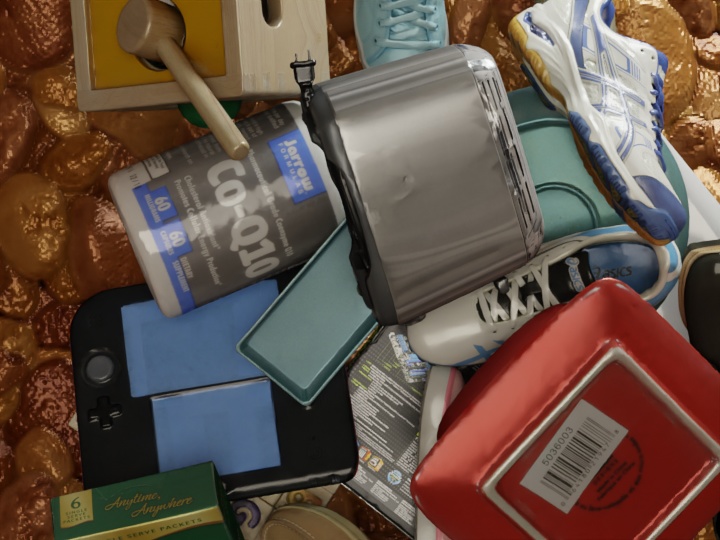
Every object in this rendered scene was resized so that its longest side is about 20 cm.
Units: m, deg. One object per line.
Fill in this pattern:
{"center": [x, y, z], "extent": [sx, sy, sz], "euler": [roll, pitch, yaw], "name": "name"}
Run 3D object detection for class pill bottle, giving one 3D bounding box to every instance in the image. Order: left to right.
{"center": [-0.071, -0.054, 1.542], "extent": [0.199, 0.114, 0.114], "euler": [-23, 92, -7], "name": "pill bottle"}

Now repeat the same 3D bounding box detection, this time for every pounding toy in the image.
{"center": [-0.116, -0.174, 1.490], "extent": [0.183, 0.142, 0.201], "euler": [-2, 93, 37], "name": "pounding toy"}

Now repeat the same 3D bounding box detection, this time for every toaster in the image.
{"center": [0.040, -0.069, 1.435], "extent": [0.129, 0.114, 0.201], "euler": [-19, 101, -5], "name": "toaster"}

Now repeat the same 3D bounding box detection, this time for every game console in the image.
{"center": [-0.108, 0.084, 1.553], "extent": [0.199, 0.031, 0.178], "euler": [-10, 61, 2], "name": "game console"}

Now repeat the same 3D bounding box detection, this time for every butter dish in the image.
{"center": [0.138, 0.110, 1.449], "extent": [0.200, 0.148, 0.199], "euler": [-47, 117, 2], "name": "butter dish"}

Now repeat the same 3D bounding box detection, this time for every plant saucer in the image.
{"center": [0.000, 0.000, 1.511], "extent": [0.070, 0.019, 0.200], "euler": [39, 95, -13], "name": "plant saucer"}
{"center": [0.138, -0.032, 1.532], "extent": [0.199, 0.027, 0.201], "euler": [0, 99, 2], "name": "plant saucer"}

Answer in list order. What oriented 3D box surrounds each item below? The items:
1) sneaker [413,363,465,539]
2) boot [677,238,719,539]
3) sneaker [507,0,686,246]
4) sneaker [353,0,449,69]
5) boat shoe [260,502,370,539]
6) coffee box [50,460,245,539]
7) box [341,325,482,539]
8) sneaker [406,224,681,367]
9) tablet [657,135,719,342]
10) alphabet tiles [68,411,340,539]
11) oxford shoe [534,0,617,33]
{"center": [0.090, 0.164, 1.527], "extent": [0.104, 0.075, 0.201], "euler": [1, 100, 3], "name": "sneaker"}
{"center": [0.264, 0.091, 1.491], "extent": [0.077, 0.139, 0.201], "euler": [-8, 127, 20], "name": "boot"}
{"center": [0.181, -0.113, 1.462], "extent": [0.088, 0.075, 0.201], "euler": [-28, 69, -3], "name": "sneaker"}
{"center": [0.028, -0.215, 1.553], "extent": [0.073, 0.082, 0.201], "euler": [-4, 93, 2], "name": "sneaker"}
{"center": [-0.016, 0.231, 1.526], "extent": [0.064, 0.200, 0.072], "euler": [-18, 124, -35], "name": "boat shoe"}
{"center": [-0.138, 0.222, 1.536], "extent": [0.122, 0.044, 0.200], "euler": [-12, 137, 2], "name": "coffee box"}
{"center": [0.074, 0.125, 1.585], "extent": [0.200, 0.044, 0.160], "euler": [37, 91, -2], "name": "box"}
{"center": [0.125, 0.013, 1.484], "extent": [0.199, 0.073, 0.072], "euler": [-18, 74, 0], "name": "sneaker"}
{"center": [0.210, -0.017, 1.593], "extent": [0.130, 0.014, 0.200], "euler": [-40, 92, 3], "name": "tablet"}
{"center": [-0.111, 0.128, 1.611], "extent": [0.200, 0.006, 0.167], "euler": [33, 93, -1], "name": "alphabet tiles"}
{"center": [0.151, -0.223, 1.553], "extent": [0.070, 0.075, 0.201], "euler": [-18, 93, 2], "name": "oxford shoe"}
